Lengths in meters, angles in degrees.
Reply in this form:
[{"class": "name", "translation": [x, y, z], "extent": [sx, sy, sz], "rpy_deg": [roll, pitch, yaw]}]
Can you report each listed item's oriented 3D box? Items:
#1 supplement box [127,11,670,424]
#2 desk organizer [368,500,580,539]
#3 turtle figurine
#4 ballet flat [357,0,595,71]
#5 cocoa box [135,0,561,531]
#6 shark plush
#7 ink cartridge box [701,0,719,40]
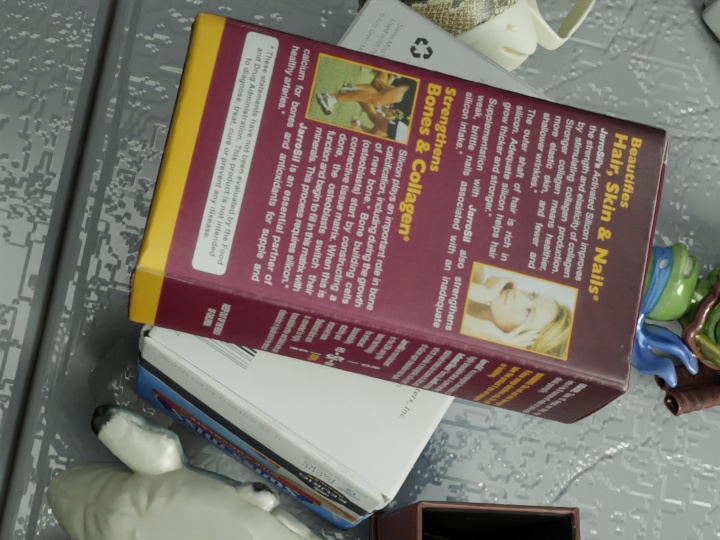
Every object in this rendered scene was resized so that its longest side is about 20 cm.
[{"class": "supplement box", "translation": [0.014, -0.017, 0.692], "extent": [0.197, 0.086, 0.112], "rpy_deg": [14, 73, -6]}, {"class": "desk organizer", "translation": [0.052, 0.203, 0.762], "extent": [0.071, 0.077, 0.202], "rpy_deg": [19, 60, -34]}, {"class": "turtle figurine", "translation": [0.247, -0.001, 0.846], "extent": [0.192, 0.144, 0.202], "rpy_deg": [28, 77, -8]}, {"class": "ballet flat", "translation": [0.080, -0.144, 0.860], "extent": [0.199, 0.067, 0.076], "rpy_deg": [-36, 104, -42]}, {"class": "cocoa box", "translation": [0.000, 0.000, 0.800], "extent": [0.133, 0.131, 0.201], "rpy_deg": [33, 73, 0]}, {"class": "shark plush", "translation": [-0.050, 0.115, 0.759], "extent": [0.197, 0.083, 0.092], "rpy_deg": [3, 79, 10]}, {"class": "ink cartridge box", "translation": [0.305, -0.117, 0.914], "extent": [0.145, 0.083, 0.201], "rpy_deg": [-39, 87, -17]}]
